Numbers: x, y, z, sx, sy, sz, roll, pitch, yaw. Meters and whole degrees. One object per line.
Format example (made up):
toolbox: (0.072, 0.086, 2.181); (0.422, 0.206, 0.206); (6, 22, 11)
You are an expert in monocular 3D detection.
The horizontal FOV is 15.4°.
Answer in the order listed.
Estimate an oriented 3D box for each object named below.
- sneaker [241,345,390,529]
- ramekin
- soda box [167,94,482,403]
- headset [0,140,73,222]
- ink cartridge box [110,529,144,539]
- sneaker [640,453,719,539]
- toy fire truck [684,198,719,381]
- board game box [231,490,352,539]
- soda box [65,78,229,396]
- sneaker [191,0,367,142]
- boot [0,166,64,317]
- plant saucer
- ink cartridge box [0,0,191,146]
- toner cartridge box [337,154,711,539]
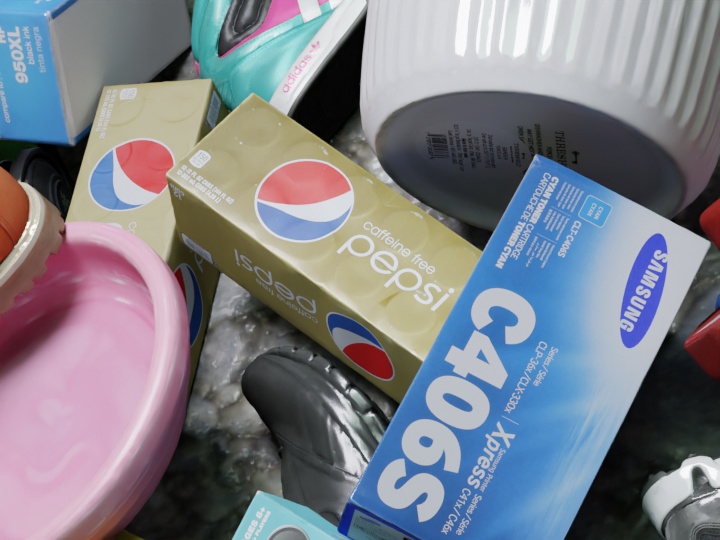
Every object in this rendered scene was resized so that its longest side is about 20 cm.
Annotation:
sneaker: (-0.008, 0.111, 1.276); (0.091, 0.076, 0.200); (-43, 48, -4)
ramekin: (0.093, -0.095, 1.320); (0.199, 0.200, 0.105); (2, 65, 22)
soda box: (0.000, 0.000, 1.322); (0.200, 0.064, 0.068); (36, 66, 23)
headset: (-0.207, -0.006, 1.457); (0.123, 0.094, 0.200); (-27, 34, -2)
ink cartridge box: (-0.164, 0.198, 1.212); (0.198, 0.047, 0.200); (-41, 10, -14)
sneaker: (0.230, 0.109, 1.191); (0.199, 0.067, 0.091); (-19, 53, 10)
toy fire truck: (0.230, -0.015, 1.233); (0.200, 0.168, 0.112); (-40, 85, -13)
board game box: (0.000, 0.210, 1.172); (0.200, 0.047, 0.151); (28, 90, 35)
soda box: (-0.118, -0.005, 1.411); (0.067, 0.064, 0.200); (-2, 52, 19)
sneaker: (-0.026, -0.165, 1.493); (0.121, 0.084, 0.200); (29, 69, 25)
boot: (-0.248, 0.016, 1.283); (0.200, 0.107, 0.075); (-49, 43, 0)
plant saucer: (-0.157, 0.073, 1.280); (0.200, 0.051, 0.201); (-22, 47, 25)
ink cartridge box: (-0.219, -0.143, 1.514); (0.199, 0.084, 0.145); (6, 31, 25)
toner cartridge box: (0.076, 0.052, 1.218); (0.095, 0.043, 0.200); (27, 65, 4)
